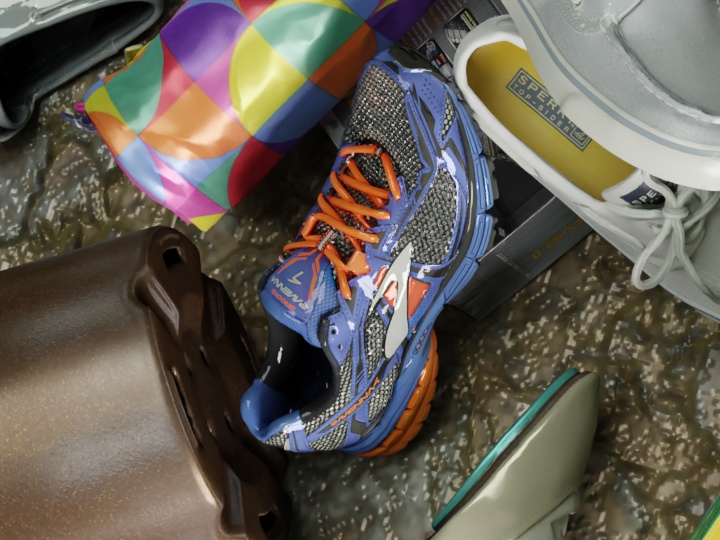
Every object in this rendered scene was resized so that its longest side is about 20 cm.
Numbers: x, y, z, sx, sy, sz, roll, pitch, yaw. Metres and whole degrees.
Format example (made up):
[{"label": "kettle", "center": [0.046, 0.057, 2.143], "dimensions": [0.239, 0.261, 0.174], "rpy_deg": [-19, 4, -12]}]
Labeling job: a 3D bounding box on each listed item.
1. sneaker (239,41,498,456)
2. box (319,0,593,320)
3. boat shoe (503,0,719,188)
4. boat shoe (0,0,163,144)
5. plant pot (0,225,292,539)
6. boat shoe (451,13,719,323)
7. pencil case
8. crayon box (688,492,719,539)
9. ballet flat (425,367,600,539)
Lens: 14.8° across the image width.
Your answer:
[{"label": "sneaker", "center": [0.000, 0.000, 1.148], "dimensions": [0.075, 0.078, 0.201], "rpy_deg": [39, 130, 40]}, {"label": "box", "center": [0.052, -0.104, 1.223], "dimensions": [0.158, 0.048, 0.200], "rpy_deg": [-41, 62, 12]}, {"label": "boat shoe", "center": [0.096, -0.116, 1.067], "dimensions": [0.070, 0.072, 0.201], "rpy_deg": [-14, 50, -25]}, {"label": "boat shoe", "center": [-0.182, -0.099, 1.329], "dimensions": [0.200, 0.070, 0.072], "rpy_deg": [-32, 60, 13]}, {"label": "plant pot", "center": [-0.146, 0.083, 1.199], "dimensions": [0.197, 0.200, 0.201], "rpy_deg": [-20, 67, 11]}, {"label": "boat shoe", "center": [0.121, -0.036, 1.109], "dimensions": [0.202, 0.086, 0.075], "rpy_deg": [38, 101, 4]}, {"label": "pencil case", "center": [-0.035, -0.109, 1.196], "dimensions": [0.200, 0.088, 0.089], "rpy_deg": [-42, 61, 10]}, {"label": "crayon box", "center": [0.172, 0.136, 1.043], "dimensions": [0.118, 0.058, 0.201], "rpy_deg": [33, 103, 5]}, {"label": "ballet flat", "center": [0.043, 0.128, 1.159], "dimensions": [0.200, 0.069, 0.070], "rpy_deg": [-44, 61, 11]}]
